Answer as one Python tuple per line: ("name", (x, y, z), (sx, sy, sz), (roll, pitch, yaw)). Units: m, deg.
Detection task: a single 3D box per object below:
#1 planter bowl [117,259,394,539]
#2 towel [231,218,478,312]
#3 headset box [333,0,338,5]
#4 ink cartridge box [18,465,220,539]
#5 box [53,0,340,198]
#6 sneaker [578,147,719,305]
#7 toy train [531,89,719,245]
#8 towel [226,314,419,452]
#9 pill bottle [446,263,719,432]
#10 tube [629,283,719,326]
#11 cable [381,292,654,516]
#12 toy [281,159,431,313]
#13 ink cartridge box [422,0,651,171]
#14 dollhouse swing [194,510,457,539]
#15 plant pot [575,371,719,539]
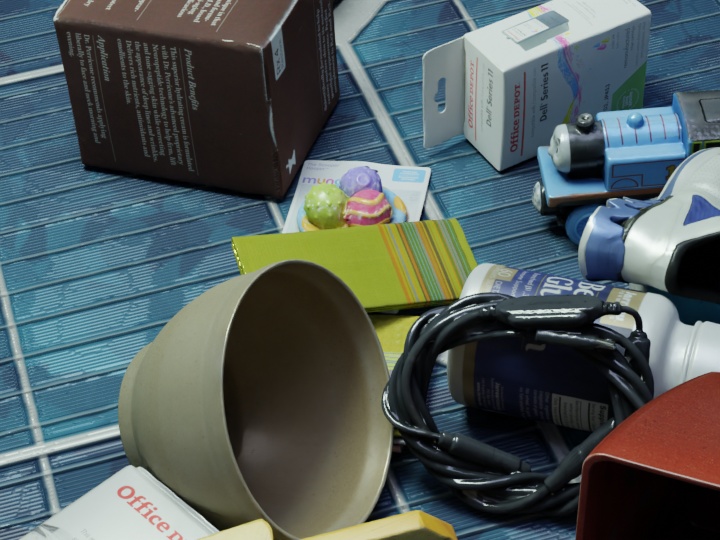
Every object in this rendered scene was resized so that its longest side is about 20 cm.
("planter bowl", (-0.086, 0.101, 1.337), (0.135, 0.200, 0.200), (-10, 33, 35))
("towel", (0.000, 0.000, 1.508), (0.200, 0.018, 0.086), (-5, 52, -21))
("headset box", (-0.090, -0.334, 1.883), (0.174, 0.093, 0.200), (18, 46, 23))
("ink cartridge box", (-0.181, 0.242, 1.244), (0.200, 0.083, 0.147), (-34, 49, -29))
("box", (-0.141, -0.189, 1.667), (0.200, 0.166, 0.164), (10, 43, 16))
("sneaker", (0.268, -0.022, 1.429), (0.115, 0.081, 0.199), (25, 35, 34))
("toy train", (0.243, -0.088, 1.559), (0.200, 0.114, 0.087), (-4, 41, 0))
("towel", (-0.040, 0.078, 1.465), (0.200, 0.023, 0.144), (5, 43, 11))
("pill bottle", (0.174, 0.064, 1.395), (0.200, 0.111, 0.111), (10, 43, 16))
("tube", (0.317, 0.016, 1.493), (0.200, 0.050, 0.077), (-5, 55, -9))
("cable", (0.114, 0.097, 1.341), (0.200, 0.163, 0.051), (-4, 13, 16))
("toy", (-0.010, -0.045, 1.583), (0.115, 0.047, 0.200), (5, 43, 8))
("ink cartridge box", (0.155, -0.166, 1.653), (0.200, 0.117, 0.067), (-23, 47, -20))
("dollhouse swing", (-0.024, 0.265, 1.117), (0.176, 0.200, 0.182), (-2, 41, 2))
("plant pot", (0.258, 0.178, 1.213), (0.200, 0.200, 0.176), (14, 32, 20))
